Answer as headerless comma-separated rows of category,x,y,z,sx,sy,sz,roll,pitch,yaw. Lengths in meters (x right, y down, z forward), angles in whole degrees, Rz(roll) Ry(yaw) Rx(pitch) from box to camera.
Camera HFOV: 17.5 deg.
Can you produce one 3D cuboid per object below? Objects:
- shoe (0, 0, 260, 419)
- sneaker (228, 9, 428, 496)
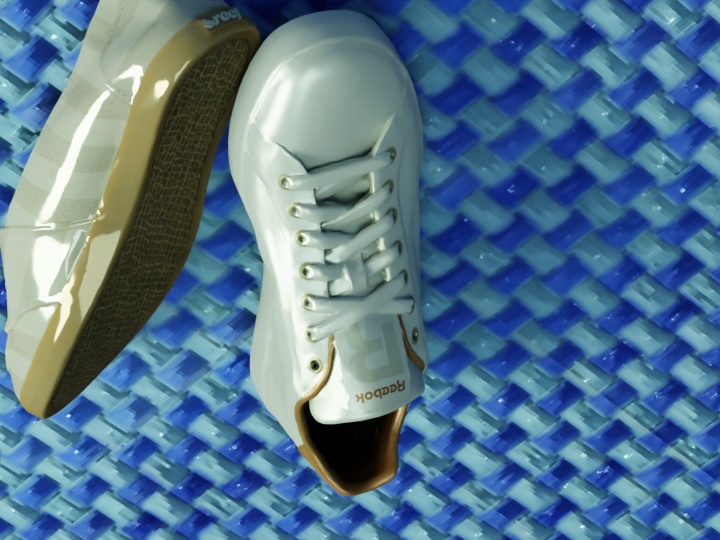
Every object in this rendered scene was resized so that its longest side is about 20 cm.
shoe,-0.093,-0.028,0.860,0.053,0.070,0.200,38,127,15
sneaker,0.000,0.000,0.855,0.073,0.085,0.200,-17,135,-15
